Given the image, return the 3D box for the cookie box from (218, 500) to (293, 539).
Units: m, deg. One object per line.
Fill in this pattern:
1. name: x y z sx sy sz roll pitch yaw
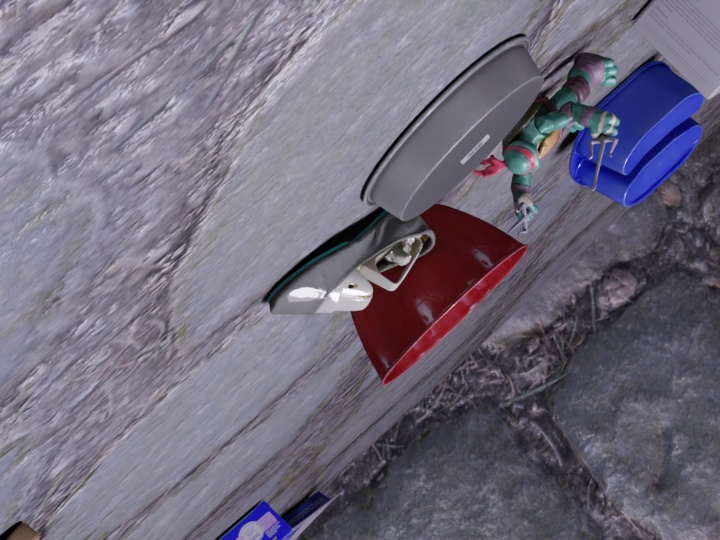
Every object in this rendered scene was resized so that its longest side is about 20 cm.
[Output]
1. cookie box: -0.218 0.489 2.787 0.171 0.075 0.200 -38 169 -36

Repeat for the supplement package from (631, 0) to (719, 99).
1. supplement package: 0.411 -0.302 1.804 0.200 0.121 0.120 -49 170 31

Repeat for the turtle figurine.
1. turtle figurine: 0.189 -0.131 1.668 0.150 0.101 0.200 -37 -167 43

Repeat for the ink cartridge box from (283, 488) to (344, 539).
1. ink cartridge box: -0.146 0.514 3.357 0.200 0.047 0.197 -52 167 33

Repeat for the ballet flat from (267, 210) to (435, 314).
1. ballet flat: 0.000 0.000 1.524 0.200 0.064 0.067 -36 168 -42

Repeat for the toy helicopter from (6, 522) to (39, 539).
1. toy helicopter: -0.312 0.257 1.349 0.132 0.079 0.200 -60 175 30

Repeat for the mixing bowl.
1. mixing bowl: 0.059 0.006 1.676 0.200 0.108 0.200 -42 172 -7

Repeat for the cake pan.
1. cake pan: 0.085 -0.116 1.457 0.200 0.037 0.200 -43 172 -8

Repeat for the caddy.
1. caddy: 0.352 -0.180 2.183 0.200 0.105 0.142 -41 148 -20
